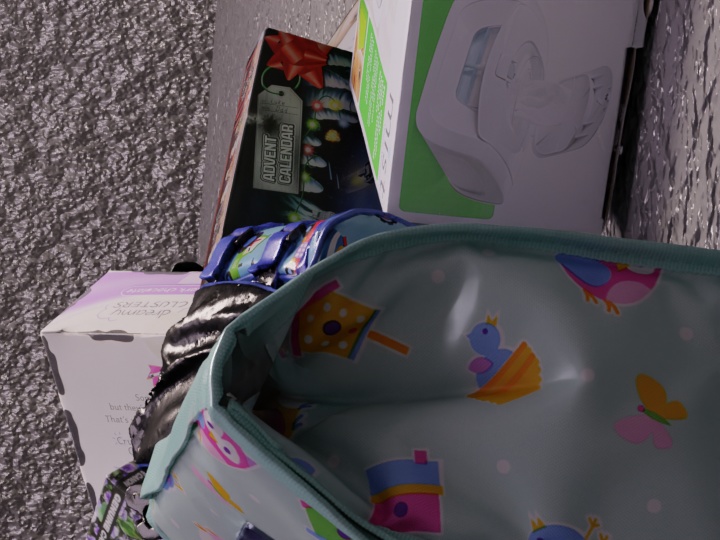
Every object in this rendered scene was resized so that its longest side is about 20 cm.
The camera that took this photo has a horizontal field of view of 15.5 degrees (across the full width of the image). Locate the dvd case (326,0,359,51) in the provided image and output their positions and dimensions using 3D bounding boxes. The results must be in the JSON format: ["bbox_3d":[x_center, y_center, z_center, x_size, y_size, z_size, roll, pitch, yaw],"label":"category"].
[{"bbox_3d":[-0.004,-0.117,1.433,0.200,0.018,0.143,-56,10,-4],"label":"dvd case"}]

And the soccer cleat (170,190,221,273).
[{"bbox_3d":[-0.071,0.040,1.380,0.068,0.081,0.201,-90,20,-57],"label":"soccer cleat"}]

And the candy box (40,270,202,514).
[{"bbox_3d":[-0.051,0.102,1.320,0.072,0.167,0.201,-45,-51,-51],"label":"candy box"}]

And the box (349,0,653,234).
[{"bbox_3d":[0.059,-0.137,1.090,0.177,0.096,0.201,-100,16,-67],"label":"box"}]

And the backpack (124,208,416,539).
[{"bbox_3d":[0.028,0.060,0.969,0.200,0.182,0.135,-9,61,68],"label":"backpack"}]

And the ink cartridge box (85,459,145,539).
[{"bbox_3d":[-0.050,0.186,1.264,0.200,0.050,0.109,40,132,21],"label":"ink cartridge box"}]

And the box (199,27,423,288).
[{"bbox_3d":[0.000,0.000,1.184,0.040,0.136,0.201,123,160,-60],"label":"box"}]

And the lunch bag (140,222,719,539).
[{"bbox_3d":[0.041,0.060,0.753,0.170,0.199,0.123,121,151,-72],"label":"lunch bag"}]
